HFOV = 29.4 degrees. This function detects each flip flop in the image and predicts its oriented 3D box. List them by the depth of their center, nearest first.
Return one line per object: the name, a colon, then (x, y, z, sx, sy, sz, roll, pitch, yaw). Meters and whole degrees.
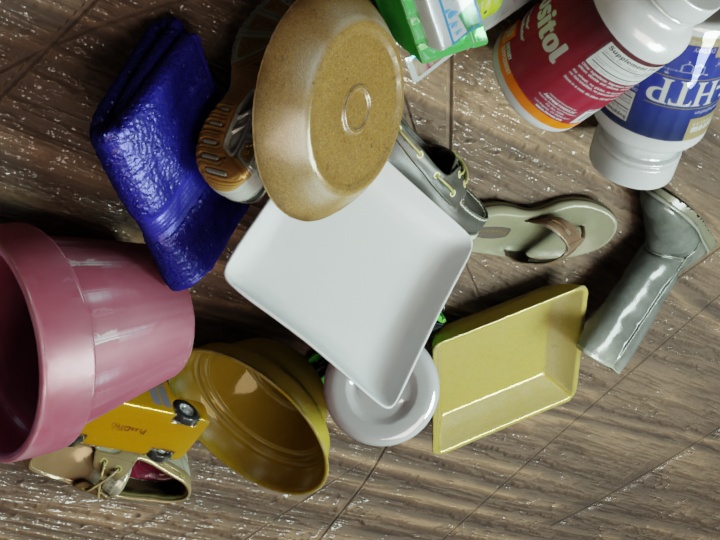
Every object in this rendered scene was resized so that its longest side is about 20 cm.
flip flop: (0.192, -0.036, 1.473, 0.199, 0.058, 0.081, 1, 130, -31)

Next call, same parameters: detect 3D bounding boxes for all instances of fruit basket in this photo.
fruit basket: (0.103, -0.274, 1.165, 0.200, 0.094, 0.186, -31, 139, -6)

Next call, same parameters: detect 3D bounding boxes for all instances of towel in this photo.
towel: (-0.150, -0.095, 1.159, 0.049, 0.148, 0.200, 7, 144, 23)

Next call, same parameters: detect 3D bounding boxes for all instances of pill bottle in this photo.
pill bottle: (0.219, -0.216, 1.220, 0.113, 0.113, 0.200, 8, 152, -36)
pill bottle: (0.293, -0.185, 1.343, 0.119, 0.120, 0.201, -9, 134, -23)
pill bottle: (0.020, 0.109, 1.369, 0.111, 0.111, 0.200, -32, 180, 0)

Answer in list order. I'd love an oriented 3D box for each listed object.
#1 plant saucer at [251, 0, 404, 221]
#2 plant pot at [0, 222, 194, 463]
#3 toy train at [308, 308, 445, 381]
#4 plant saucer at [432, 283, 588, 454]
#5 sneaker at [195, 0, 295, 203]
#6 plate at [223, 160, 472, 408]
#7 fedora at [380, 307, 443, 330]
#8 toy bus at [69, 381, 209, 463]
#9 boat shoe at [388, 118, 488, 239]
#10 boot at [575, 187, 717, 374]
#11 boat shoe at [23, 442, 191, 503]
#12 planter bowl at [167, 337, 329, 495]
plant saucer: (-0.016, -0.136, 1.140, 0.200, 0.035, 0.201, -29, 126, -50)
plant pot: (-0.255, 0.051, 1.208, 0.179, 0.200, 0.200, -12, 138, -43)
toy train: (0.006, 0.091, 1.502, 0.199, 0.042, 0.056, -29, 149, -4)
plant saucer: (0.161, 0.105, 1.595, 0.199, 0.048, 0.201, -21, 138, -17)
sneaker: (-0.075, -0.150, 1.170, 0.201, 0.075, 0.088, -62, 161, -9)
plate: (-0.010, -0.009, 1.216, 0.200, 0.200, 0.032, 40, 149, -20)
fedora: (0.000, 0.000, 1.343, 0.200, 0.200, 0.092, 12, 90, -38)
toy bus: (-0.250, 0.131, 1.356, 0.200, 0.078, 0.065, 18, 119, -41)
boat shoe: (0.069, -0.093, 1.333, 0.061, 0.072, 0.201, -42, 135, 18)
boot: (0.309, 0.011, 1.556, 0.200, 0.073, 0.182, -47, 137, 5)
boat shoe: (-0.259, 0.203, 1.430, 0.199, 0.066, 0.074, 12, 123, -38)
planter bowl: (-0.096, 0.131, 1.412, 0.084, 0.200, 0.201, -49, 151, -37)
